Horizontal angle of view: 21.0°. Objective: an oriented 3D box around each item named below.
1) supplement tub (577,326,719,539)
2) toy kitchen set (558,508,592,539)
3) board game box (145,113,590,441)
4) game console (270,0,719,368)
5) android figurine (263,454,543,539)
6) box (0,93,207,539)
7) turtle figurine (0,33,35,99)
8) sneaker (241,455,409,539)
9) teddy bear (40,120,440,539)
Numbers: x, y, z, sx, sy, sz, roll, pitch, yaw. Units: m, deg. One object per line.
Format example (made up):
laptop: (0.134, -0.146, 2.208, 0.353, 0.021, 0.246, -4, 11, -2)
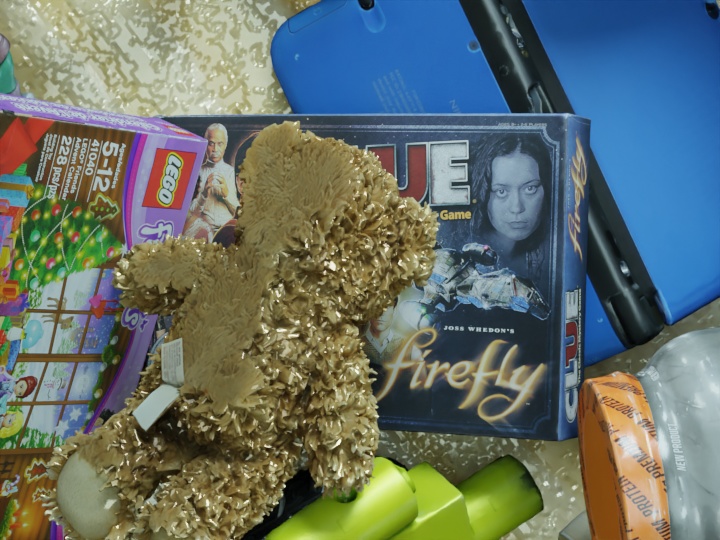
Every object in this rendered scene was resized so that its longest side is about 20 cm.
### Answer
supplement tub: (0.193, 0.077, 0.778, 0.198, 0.123, 0.124, -9, 91, -3)
toy kitchen set: (0.158, 0.222, 0.848, 0.199, 0.182, 0.163, 33, 52, 32)
board game box: (0.000, 0.000, 0.850, 0.198, 0.035, 0.137, 1, 91, 24)
game console: (0.084, -0.061, 0.899, 0.170, 0.118, 0.201, -25, 91, 30)
android figurine: (0.000, 0.165, 0.843, 0.199, 0.041, 0.183, -30, 129, -21)
box: (-0.148, 0.027, 0.825, 0.039, 0.136, 0.202, 25, 103, 36)
turtle figurine: (-0.176, -0.132, 0.857, 0.199, 0.101, 0.151, -24, 91, -6)
sneaker: (-0.048, 0.159, 0.878, 0.200, 0.074, 0.079, -43, 97, 6)
teddy bear: (-0.047, 0.042, 0.794, 0.144, 0.067, 0.202, 7, 71, 32)
